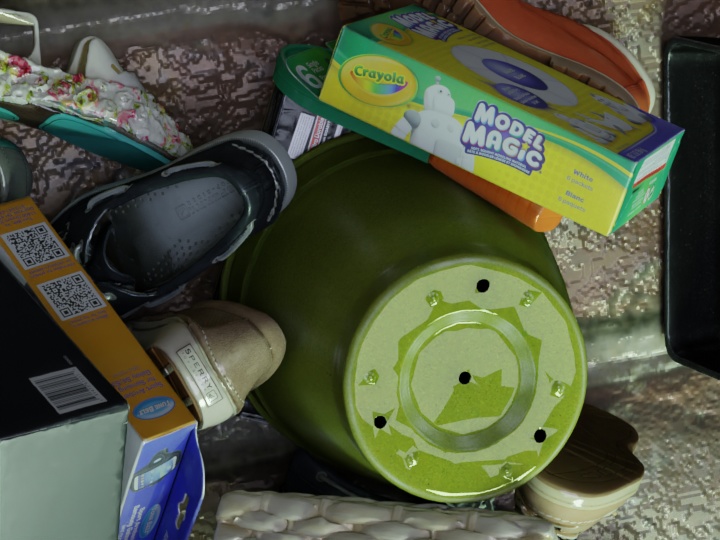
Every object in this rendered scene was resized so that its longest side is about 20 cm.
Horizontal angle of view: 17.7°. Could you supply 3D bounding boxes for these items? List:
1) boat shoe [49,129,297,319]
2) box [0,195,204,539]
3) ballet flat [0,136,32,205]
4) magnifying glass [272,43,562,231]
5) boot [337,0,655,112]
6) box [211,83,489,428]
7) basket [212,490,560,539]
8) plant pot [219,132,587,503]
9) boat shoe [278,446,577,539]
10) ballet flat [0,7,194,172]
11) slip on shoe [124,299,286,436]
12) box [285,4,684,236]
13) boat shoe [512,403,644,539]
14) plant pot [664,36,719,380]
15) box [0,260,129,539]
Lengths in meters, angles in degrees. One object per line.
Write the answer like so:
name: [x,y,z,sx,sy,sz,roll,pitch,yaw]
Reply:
boat shoe: [-0.127,-0.016,1.278,0.199,0.060,0.076,-34,95,28]
box: [-0.155,0.071,1.250,0.041,0.200,0.120,-16,144,-34]
ballet flat: [-0.262,0.003,1.288,0.067,0.064,0.200,39,90,10]
magnifying glass: [0.031,-0.075,1.260,0.079,0.200,0.023,-5,124,-50]
boot: [0.081,-0.128,1.343,0.199,0.107,0.075,33,119,7]
box: [0.000,0.000,1.360,0.158,0.049,0.202,14,98,-13]
basket: [0.011,0.229,1.220,0.198,0.161,0.200,4,67,16]
plant pot: [0.035,0.037,1.251,0.198,0.193,0.202,-3,103,-11]
boat shoe: [0.047,0.150,1.393,0.198,0.075,0.062,15,110,-7]
ballet flat: [-0.178,-0.108,1.287,0.199,0.076,0.064,17,81,-19]
slip on shoe: [-0.091,0.049,1.274,0.060,0.200,0.076,-32,92,-15]
box: [0.066,-0.089,1.237,0.199,0.117,0.049,24,109,14]
boat shoe: [0.123,0.126,1.342,0.071,0.200,0.065,25,100,10]
plant pot: [0.303,-0.037,1.357,0.176,0.199,0.202,-8,104,-23]
box: [-0.201,0.085,1.205,0.078,0.200,0.142,-15,126,-29]
